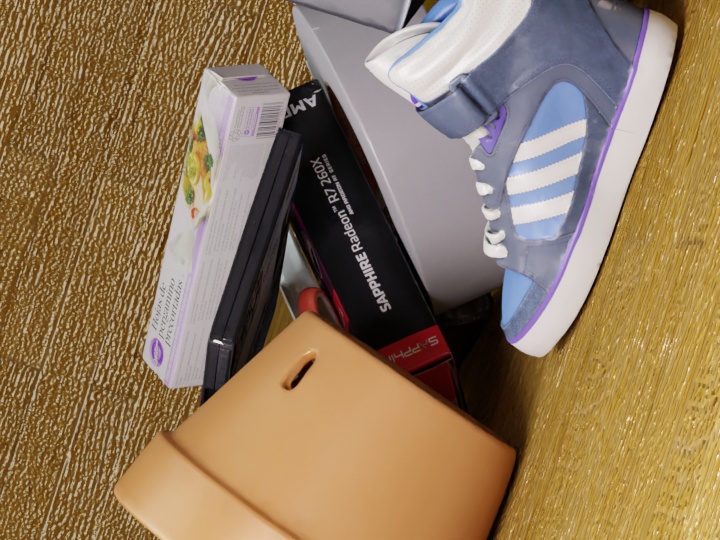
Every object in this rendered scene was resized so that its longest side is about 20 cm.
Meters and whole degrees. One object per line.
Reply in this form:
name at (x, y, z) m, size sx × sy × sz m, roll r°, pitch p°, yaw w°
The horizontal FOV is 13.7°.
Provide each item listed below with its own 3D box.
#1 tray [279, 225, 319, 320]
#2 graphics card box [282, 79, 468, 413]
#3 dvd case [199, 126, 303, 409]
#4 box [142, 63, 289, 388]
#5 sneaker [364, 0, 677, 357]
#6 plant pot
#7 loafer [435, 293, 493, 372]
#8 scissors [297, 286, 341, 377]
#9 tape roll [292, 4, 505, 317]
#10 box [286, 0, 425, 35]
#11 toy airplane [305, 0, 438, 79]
tray at (-0.012, 0.066, 1.808) m, size 0.107 × 0.022 × 0.200 m, roll 72°, pitch 173°, yaw -62°
graphics card box at (0.000, 0.000, 1.766) m, size 0.125 × 0.051 × 0.200 m, roll 72°, pitch 174°, yaw -66°
dvd case at (-0.066, 0.029, 1.705) m, size 0.200 × 0.018 × 0.143 m, roll 102°, pitch -175°, yaw -60°
box at (-0.086, -0.025, 1.756) m, size 0.039 × 0.041 × 0.200 m, roll 45°, pitch 132°, yaw 44°
sneaker at (0.064, -0.066, 1.538) m, size 0.081 × 0.146 × 0.200 m, roll -85°, pitch 14°, yaw -67°
plant pot at (-0.010, 0.115, 1.591) m, size 0.140 × 0.200 × 0.200 m, roll -55°, pitch 6°, yaw 1°
loafer at (0.040, 0.056, 1.893) m, size 0.200 × 0.073 × 0.072 m, roll 134°, pitch 125°, yaw -68°
scissors at (0.004, 0.104, 1.718) m, size 0.073 × 0.014 × 0.200 m, roll -72°, pitch -40°, yaw -63°
tape roll at (0.030, -0.076, 1.755) m, size 0.200 × 0.066 × 0.200 m, roll 156°, pitch 90°, yaw -86°
box at (-0.043, -0.220, 1.584) m, size 0.148 × 0.200 × 0.107 m, roll -56°, pitch -18°, yaw -65°
toy airplane at (0.053, -0.164, 1.991) m, size 0.199 × 0.141 × 0.200 m, roll -42°, pitch 13°, yaw 44°
